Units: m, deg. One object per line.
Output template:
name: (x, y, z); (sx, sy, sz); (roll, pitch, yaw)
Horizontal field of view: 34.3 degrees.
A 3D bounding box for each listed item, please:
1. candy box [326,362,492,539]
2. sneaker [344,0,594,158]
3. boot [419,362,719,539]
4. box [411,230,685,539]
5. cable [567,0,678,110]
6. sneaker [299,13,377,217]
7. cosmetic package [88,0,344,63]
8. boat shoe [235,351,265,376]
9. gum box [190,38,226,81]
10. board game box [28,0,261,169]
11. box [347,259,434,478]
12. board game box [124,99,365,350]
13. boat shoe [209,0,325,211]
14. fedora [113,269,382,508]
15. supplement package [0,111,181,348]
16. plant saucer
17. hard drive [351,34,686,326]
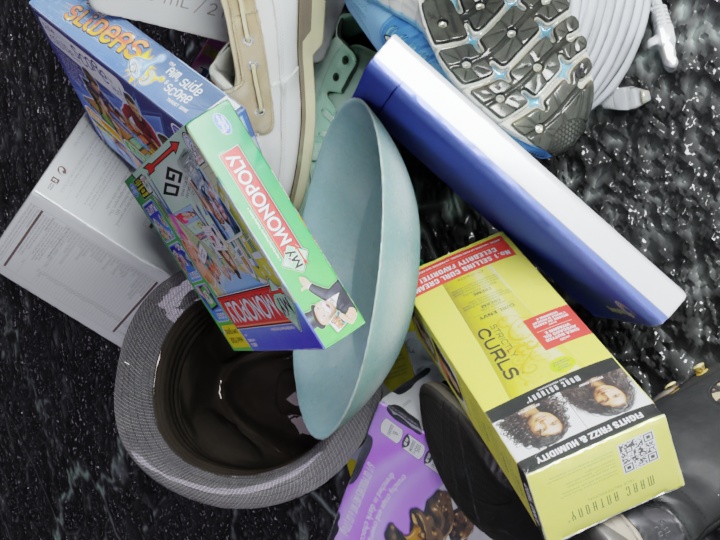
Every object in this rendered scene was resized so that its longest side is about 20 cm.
candy box: (0.085, 0.186, 0.764); (0.200, 0.072, 0.168); (34, 126, 22)
sneaker: (0.055, -0.135, 0.663); (0.200, 0.078, 0.090); (50, 167, 23)
boot: (0.136, 0.097, 0.651); (0.200, 0.151, 0.073); (29, 134, 59)
box: (0.086, 0.052, 0.614); (0.200, 0.075, 0.050); (-119, 7, -60)
cable: (0.086, -0.180, 0.712); (0.200, 0.069, 0.200); (-11, 90, 54)
sneaker: (-0.010, -0.092, 0.834); (0.118, 0.074, 0.201); (-50, 44, 45)
cosmetic package: (-0.088, -0.276, 0.782); (0.200, 0.167, 0.166); (-68, 28, 27)
boat shoe: (-0.072, 0.124, 0.966); (0.073, 0.065, 0.200); (33, 145, 36)
gum box: (-0.133, -0.112, 0.975); (0.066, 0.114, 0.200); (29, 138, -10)
board game box: (-0.131, -0.097, 0.776); (0.200, 0.034, 0.135); (39, 160, 32)
box: (0.028, 0.103, 0.884); (0.117, 0.048, 0.200); (-25, 77, 52)
board game box: (-0.075, -0.016, 0.678); (0.135, 0.029, 0.200); (59, 161, -7)
boat shoe: (-0.063, -0.125, 0.752); (0.075, 0.068, 0.200); (-103, 15, -52)
fedora: (-0.065, 0.081, 0.824); (0.200, 0.090, 0.177); (-5, 72, 24)
supplement package: (-0.168, -0.014, 0.922); (0.200, 0.110, 0.114); (34, 136, -15)
plant saucer: (0.000, 0.000, 0.690); (0.201, 0.039, 0.201); (-175, 90, -74)
hard drive: (0.081, -0.046, 0.654); (0.200, 0.025, 0.132); (41, 178, -4)
